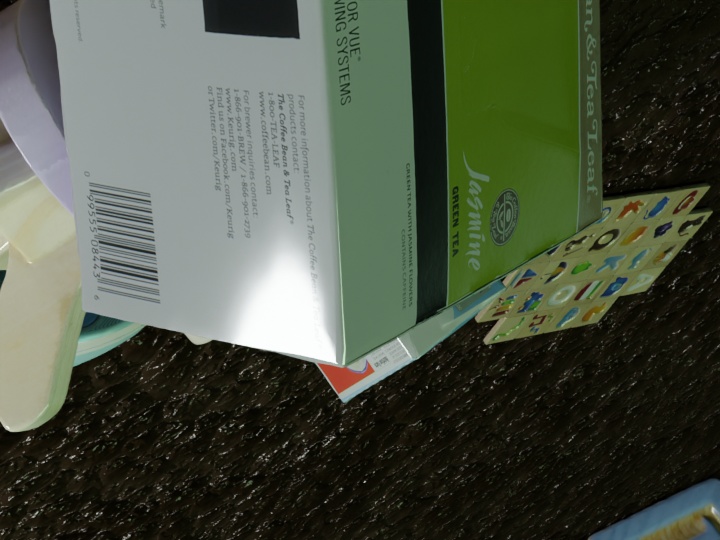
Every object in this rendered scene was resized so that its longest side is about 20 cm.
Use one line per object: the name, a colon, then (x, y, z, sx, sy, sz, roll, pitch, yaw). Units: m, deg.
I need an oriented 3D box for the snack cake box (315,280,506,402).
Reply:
snack cake box: (0.000, 0.000, 1.095, 0.067, 0.115, 0.200, -37, 179, -15)

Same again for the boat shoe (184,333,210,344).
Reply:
boat shoe: (-0.030, -0.053, 0.954, 0.200, 0.063, 0.073, -45, -163, -1)

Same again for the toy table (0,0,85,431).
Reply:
toy table: (-0.146, -0.037, 0.851, 0.117, 0.184, 0.200, -30, 161, 12)

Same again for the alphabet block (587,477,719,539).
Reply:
alphabet block: (0.351, 0.383, 2.176, 0.195, 0.197, 0.200, -20, 152, -22)

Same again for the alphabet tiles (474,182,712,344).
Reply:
alphabet tiles: (0.182, -0.005, 1.512, 0.199, 0.006, 0.167, -9, 145, -41)

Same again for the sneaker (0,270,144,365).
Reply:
sneaker: (-0.209, 0.053, 1.077, 0.199, 0.080, 0.131, -13, 147, -19)

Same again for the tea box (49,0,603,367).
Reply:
tea box: (-0.007, -0.096, 0.755, 0.196, 0.133, 0.201, -25, 118, -50)
